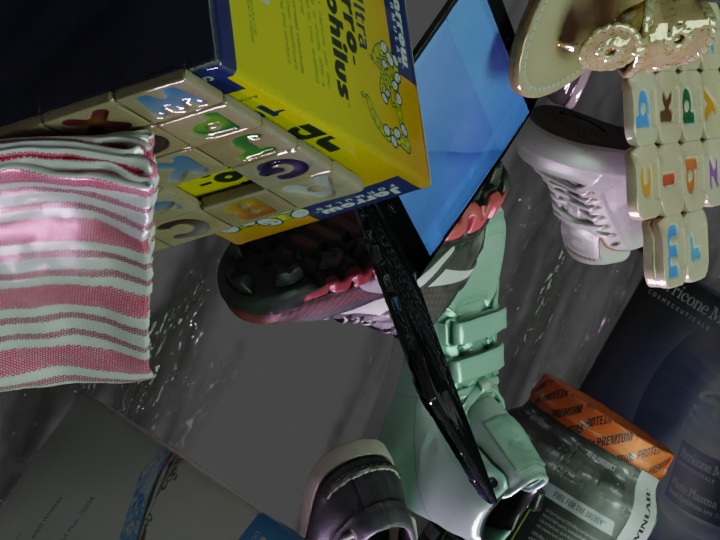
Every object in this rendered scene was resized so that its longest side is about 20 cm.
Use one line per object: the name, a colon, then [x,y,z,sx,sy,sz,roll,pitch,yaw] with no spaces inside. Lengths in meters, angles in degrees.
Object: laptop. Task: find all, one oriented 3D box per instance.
laptop: [0.060,-0.015,1.426,0.103,0.201,0.177,-22,157,4]

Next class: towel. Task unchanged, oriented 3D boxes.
towel: [-0.159,0.007,1.254,0.145,0.030,0.200,-5,149,-8]

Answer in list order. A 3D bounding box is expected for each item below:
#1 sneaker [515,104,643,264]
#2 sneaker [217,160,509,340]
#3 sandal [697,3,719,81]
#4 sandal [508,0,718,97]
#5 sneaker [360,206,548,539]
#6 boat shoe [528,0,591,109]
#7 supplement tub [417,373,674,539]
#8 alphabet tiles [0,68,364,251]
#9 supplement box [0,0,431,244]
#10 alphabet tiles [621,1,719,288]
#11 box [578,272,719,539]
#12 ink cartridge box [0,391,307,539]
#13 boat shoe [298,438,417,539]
sneaker: [0.140,-0.042,1.709,0.200,0.073,0.085,11,107,-60]
sneaker: [0.000,0.000,1.548,0.200,0.071,0.098,-25,136,-44]
sandal: [0.251,-0.156,1.764,0.087,0.079,0.201,-15,132,-54]
sandal: [0.156,-0.139,1.502,0.212,0.069,0.078,-36,138,-50]
sneaker: [0.074,0.061,1.668,0.074,0.118,0.201,-18,131,-45]
boat shoe: [0.118,-0.182,1.577,0.067,0.057,0.201,-77,-178,-56]
supplement tub: [0.102,0.173,1.810,0.201,0.122,0.122,-58,150,4]
alphabet tiles: [-0.122,-0.033,1.265,0.199,0.008,0.167,-16,160,22]
supplement box: [-0.064,-0.096,1.284,0.200,0.108,0.110,25,53,-59]
alphabet tiles: [0.175,-0.093,1.655,0.195,0.015,0.201,-13,102,-69]
box: [0.237,0.127,1.887,0.199,0.200,0.123,-61,149,5]
ink cartridge box: [-0.083,0.182,1.448,0.145,0.200,0.147,-55,135,-6]
boat shoe: [-0.002,0.184,1.704,0.072,0.063,0.201,-16,140,-19]
